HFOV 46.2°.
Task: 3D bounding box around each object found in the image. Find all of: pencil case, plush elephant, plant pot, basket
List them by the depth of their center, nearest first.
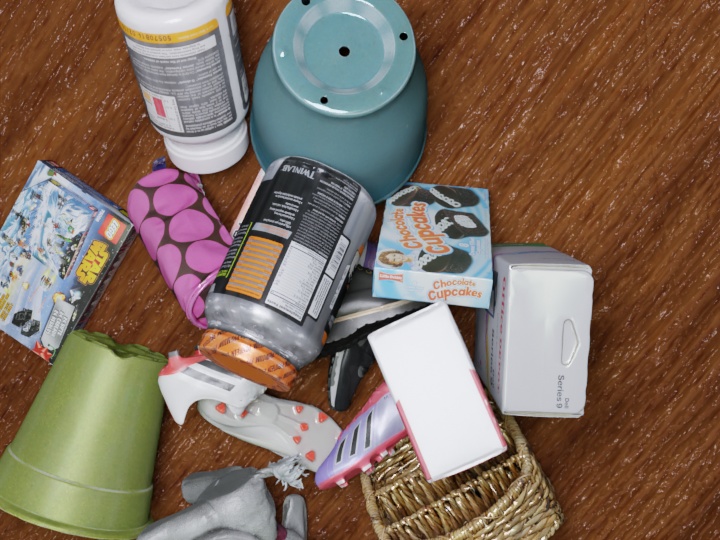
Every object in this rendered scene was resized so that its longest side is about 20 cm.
[{"bbox_3d":[-0.021,-0.183,0.848,0.196,0.188,0.204,0,77,-2],"label":"plant pot"},{"bbox_3d":[-0.182,-0.031,0.918,0.093,0.092,0.201,-23,52,-19],"label":"pencil case"},{"bbox_3d":[0.107,0.251,0.948,0.198,0.143,0.150,-29,95,8],"label":"basket"},{"bbox_3d":[-0.124,0.310,0.965,0.197,0.165,0.157,-21,99,11],"label":"plush elephant"},{"bbox_3d":[-0.303,0.176,0.966,0.197,0.200,0.193,18,88,2],"label":"plant pot"}]

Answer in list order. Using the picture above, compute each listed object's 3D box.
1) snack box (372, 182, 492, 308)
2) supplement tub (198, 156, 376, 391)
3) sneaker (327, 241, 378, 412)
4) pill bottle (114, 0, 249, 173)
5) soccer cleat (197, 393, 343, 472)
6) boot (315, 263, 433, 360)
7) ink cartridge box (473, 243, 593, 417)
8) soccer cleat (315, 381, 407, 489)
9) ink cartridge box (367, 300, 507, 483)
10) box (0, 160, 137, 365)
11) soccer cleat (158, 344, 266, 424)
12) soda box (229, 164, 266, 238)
[{"bbox_3d":[0.078,-0.033,0.886,0.114,0.201,0.038,5,121,4],"label":"snack box"},{"bbox_3d":[-0.072,0.004,0.813,0.121,0.123,0.202,23,72,1],"label":"supplement tub"},{"bbox_3d":[0.016,0.071,0.969,0.086,0.076,0.203,12,98,-2],"label":"sneaker"},{"bbox_3d":[-0.177,-0.207,0.883,0.114,0.118,0.202,2,139,5],"label":"pill bottle"},{"bbox_3d":[-0.101,0.184,1.003,0.198,0.077,0.070,28,63,-15],"label":"soccer cleat"},{"bbox_3d":[0.000,0.000,0.906,0.197,0.078,0.140,-17,72,-16],"label":"boot"},{"bbox_3d":[0.174,0.053,0.882,0.086,0.200,0.148,1,98,-2],"label":"ink cartridge box"},{"bbox_3d":[0.022,0.174,0.975,0.199,0.067,0.077,-36,73,-6],"label":"soccer cleat"},{"bbox_3d":[0.081,0.122,0.850,0.082,0.200,0.149,-24,79,4],"label":"ink cartridge box"},{"bbox_3d":[-0.367,-0.009,1.008,0.136,0.040,0.201,33,99,1],"label":"box"},{"bbox_3d":[-0.121,0.112,0.928,0.197,0.069,0.087,-12,88,-10],"label":"soccer cleat"},{"bbox_3d":[-0.118,-0.027,0.971,0.068,0.064,0.202,27,100,1],"label":"soda box"}]
